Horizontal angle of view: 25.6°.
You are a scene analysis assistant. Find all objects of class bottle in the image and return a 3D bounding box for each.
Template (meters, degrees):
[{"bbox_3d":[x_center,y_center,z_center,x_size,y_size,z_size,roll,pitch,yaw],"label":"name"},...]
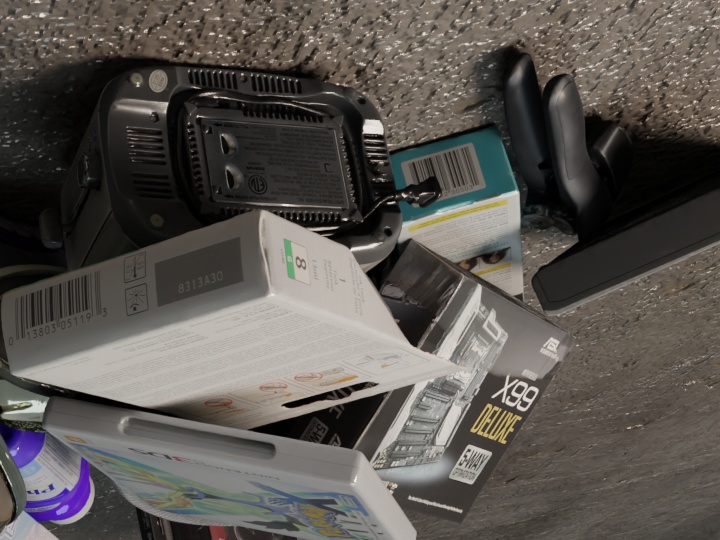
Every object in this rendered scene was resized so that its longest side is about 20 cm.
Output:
[{"bbox_3d":[-0.240,0.135,1.133,0.083,0.066,0.200,-2,157,6],"label":"bottle"}]

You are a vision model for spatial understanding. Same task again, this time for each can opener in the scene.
[{"bbox_3d":[0.117,-0.077,0.969,0.063,0.079,0.200,19,167,25],"label":"can opener"}]

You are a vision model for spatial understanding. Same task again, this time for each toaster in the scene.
[{"bbox_3d":[-0.070,-0.033,0.860,0.198,0.115,0.129,0,157,-30],"label":"toaster"}]

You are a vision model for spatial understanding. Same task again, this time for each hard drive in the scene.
[{"bbox_3d":[0.202,-0.028,1.055,0.139,0.033,0.200,-26,180,23],"label":"hard drive"}]

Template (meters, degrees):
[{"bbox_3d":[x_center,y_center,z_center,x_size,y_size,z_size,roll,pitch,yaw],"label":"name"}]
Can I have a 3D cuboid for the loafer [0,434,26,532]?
[{"bbox_3d":[-0.261,0.081,0.914,0.071,0.201,0.063,-15,-155,29],"label":"loafer"}]

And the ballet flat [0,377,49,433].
[{"bbox_3d":[-0.228,0.067,0.975,0.198,0.069,0.075,2,-176,22],"label":"ballet flat"}]

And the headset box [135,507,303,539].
[{"bbox_3d":[-0.119,0.226,1.397,0.075,0.150,0.199,-25,157,24],"label":"headset box"}]

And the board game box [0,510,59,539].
[{"bbox_3d":[-0.321,0.152,1.091,0.197,0.044,0.200,20,161,11],"label":"board game box"}]

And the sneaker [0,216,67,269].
[{"bbox_3d":[-0.201,0.018,0.926,0.074,0.088,0.199,-27,155,28],"label":"sneaker"}]

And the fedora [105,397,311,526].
[{"bbox_3d":[-0.091,0.065,1.052,0.175,0.091,0.202,2,125,-9],"label":"fedora"}]

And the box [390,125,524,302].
[{"bbox_3d":[0.063,-0.022,1.055,0.081,0.050,0.200,-16,158,0],"label":"box"}]

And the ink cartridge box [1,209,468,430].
[{"bbox_3d":[-0.058,0.033,0.817,0.160,0.051,0.199,-17,161,27],"label":"ink cartridge box"}]

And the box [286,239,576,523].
[{"bbox_3d":[0.051,0.080,1.050,0.158,0.050,0.200,-57,149,3],"label":"box"}]

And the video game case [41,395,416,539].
[{"bbox_3d":[-0.069,0.125,0.928,0.180,0.022,0.200,9,161,14],"label":"video game case"}]

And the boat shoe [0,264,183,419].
[{"bbox_3d":[-0.137,0.048,0.896,0.067,0.072,0.199,17,173,43],"label":"boat shoe"}]

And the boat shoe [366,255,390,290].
[{"bbox_3d":[0.000,0.000,1.038,0.062,0.073,0.200,-35,157,-6],"label":"boat shoe"}]
